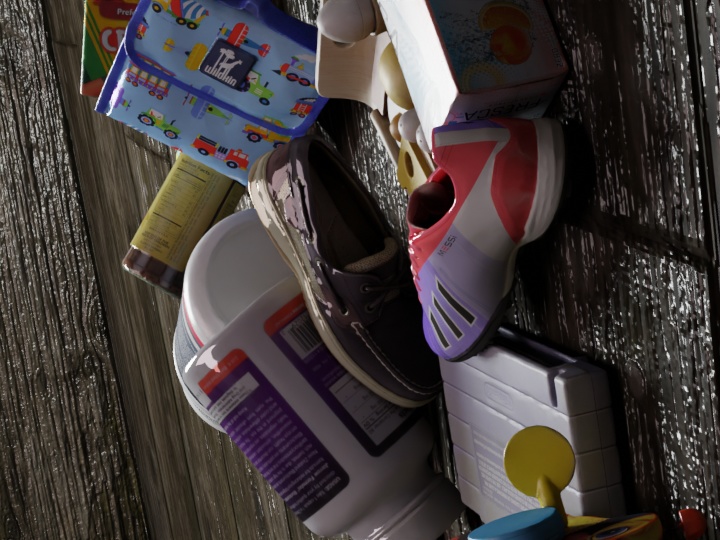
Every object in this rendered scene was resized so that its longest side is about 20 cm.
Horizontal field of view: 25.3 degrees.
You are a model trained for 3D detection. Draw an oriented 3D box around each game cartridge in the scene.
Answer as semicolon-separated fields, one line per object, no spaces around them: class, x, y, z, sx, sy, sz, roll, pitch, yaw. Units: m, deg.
game cartridge;0.098;0.101;0.923;0.200;0.038;0.130;-155;50;-71

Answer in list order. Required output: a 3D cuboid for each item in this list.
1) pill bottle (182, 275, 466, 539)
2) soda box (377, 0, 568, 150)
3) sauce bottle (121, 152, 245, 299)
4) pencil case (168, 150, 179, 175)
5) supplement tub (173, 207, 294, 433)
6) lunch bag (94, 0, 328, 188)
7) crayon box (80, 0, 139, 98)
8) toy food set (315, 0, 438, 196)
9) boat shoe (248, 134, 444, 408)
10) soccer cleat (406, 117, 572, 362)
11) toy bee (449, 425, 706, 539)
pill bottle;-0.020;0.112;1.111;0.200;0.111;0.111;49;161;3
soda box;0.041;-0.169;0.846;0.068;0.063;0.201;114;141;-65
sauce bottle;-0.126;-0.075;1.336;0.200;0.065;0.065;-61;16;-5
pencil case;-0.138;-0.176;1.442;0.088;0.088;0.201;-127;30;-56
supplement tub;-0.079;0.048;1.304;0.200;0.140;0.141;113;141;-64
lunch bag;-0.093;-0.157;1.172;0.094;0.150;0.200;-67;9;-24
crayon box;-0.163;-0.232;1.337;0.051;0.127;0.201;-70;-10;-59
toy food set;0.017;-0.095;0.996;0.144;0.060;0.200;97;156;-50
boat shoe;0.000;0.000;1.061;0.200;0.072;0.065;59;147;-1
soccer cleat;0.053;-0.016;0.868;0.200;0.073;0.068;111;162;-57
toy bee;0.113;0.150;0.774;0.200;0.108;0.131;-129;24;-67
